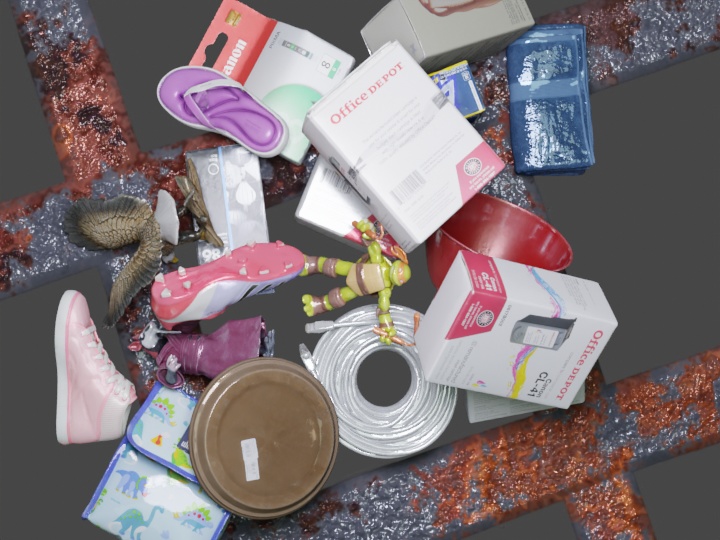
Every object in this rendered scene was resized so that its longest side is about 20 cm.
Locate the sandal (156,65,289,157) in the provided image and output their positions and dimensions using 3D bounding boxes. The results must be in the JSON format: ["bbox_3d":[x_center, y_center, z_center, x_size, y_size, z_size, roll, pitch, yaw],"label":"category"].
[{"bbox_3d":[-0.181,-0.216,1.528,0.201,0.050,0.083,25,89,17],"label":"sandal"}]

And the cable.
[{"bbox_3d":[0.030,0.144,1.543,0.198,0.069,0.202,-14,89,-3],"label":"cable"}]

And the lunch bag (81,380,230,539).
[{"bbox_3d":[-0.234,0.266,1.503,0.169,0.127,0.201,29,75,-1],"label":"lunch bag"}]

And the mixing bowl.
[{"bbox_3d":[0.162,-0.008,1.512,0.198,0.201,0.109,19,116,-2],"label":"mixing bowl"}]

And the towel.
[{"bbox_3d":[0.254,-0.229,1.580,0.110,0.049,0.203,-3,88,-2],"label":"towel"}]

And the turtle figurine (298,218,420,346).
[{"bbox_3d":[0.000,0.000,1.472,0.160,0.064,0.202,-6,108,29],"label":"turtle figurine"}]

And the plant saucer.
[{"bbox_3d":[-0.115,0.209,1.456,0.198,0.029,0.203,1,87,-22],"label":"plant saucer"}]

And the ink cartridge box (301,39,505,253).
[{"bbox_3d":[0.047,-0.144,1.379,0.145,0.085,0.200,-41,90,-12],"label":"ink cartridge box"}]

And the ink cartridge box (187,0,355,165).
[{"bbox_3d":[-0.129,-0.257,1.565,0.199,0.050,0.162,29,86,-3],"label":"ink cartridge box"}]

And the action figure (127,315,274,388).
[{"bbox_3d":[-0.206,0.106,1.536,0.198,0.150,0.135,7,57,16],"label":"action figure"}]

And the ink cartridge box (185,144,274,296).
[{"bbox_3d":[-0.172,-0.064,1.558,0.098,0.039,0.203,-8,88,-4],"label":"ink cartridge box"}]

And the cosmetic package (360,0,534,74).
[{"bbox_3d":[0.113,-0.313,1.509,0.199,0.103,0.088,-23,87,-35],"label":"cosmetic package"}]

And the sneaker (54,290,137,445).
[{"bbox_3d":[-0.339,0.127,1.522,0.103,0.075,0.203,1,95,2],"label":"sneaker"}]

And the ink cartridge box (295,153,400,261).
[{"bbox_3d":[0.016,-0.131,1.539,0.146,0.086,0.202,23,85,-2],"label":"ink cartridge box"}]

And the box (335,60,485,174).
[{"bbox_3d":[0.051,-0.190,1.463,0.198,0.064,0.071,-21,86,-4],"label":"box"}]

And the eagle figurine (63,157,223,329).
[{"bbox_3d":[-0.280,-0.032,1.500,0.198,0.152,0.152,-23,123,3],"label":"eagle figurine"}]

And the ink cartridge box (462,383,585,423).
[{"bbox_3d":[0.209,0.099,1.510,0.160,0.057,0.202,-10,122,-3],"label":"ink cartridge box"}]

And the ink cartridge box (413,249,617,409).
[{"bbox_3d":[0.184,0.073,1.406,0.198,0.086,0.149,13,123,-18],"label":"ink cartridge box"}]

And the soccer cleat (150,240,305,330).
[{"bbox_3d":[-0.165,0.019,1.468,0.198,0.077,0.067,-16,50,-13],"label":"soccer cleat"}]
